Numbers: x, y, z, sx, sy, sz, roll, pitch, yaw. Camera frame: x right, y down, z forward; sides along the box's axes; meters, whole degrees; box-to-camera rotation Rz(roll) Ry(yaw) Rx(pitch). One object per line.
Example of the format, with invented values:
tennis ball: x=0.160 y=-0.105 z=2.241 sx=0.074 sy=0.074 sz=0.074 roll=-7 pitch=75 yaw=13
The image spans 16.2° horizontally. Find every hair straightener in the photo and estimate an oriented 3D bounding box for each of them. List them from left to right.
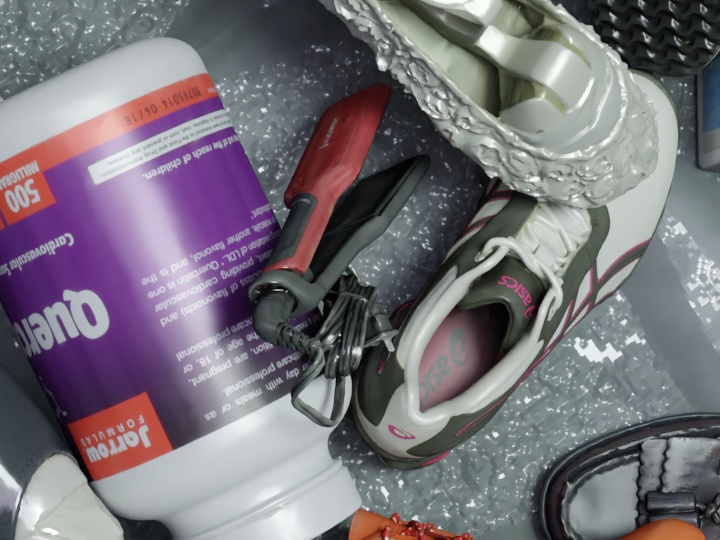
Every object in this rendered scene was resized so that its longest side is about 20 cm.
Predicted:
hair straightener: x=0.000 y=0.000 z=0.973 sx=0.041 sy=0.200 sz=0.077 roll=-25 pitch=111 yaw=19

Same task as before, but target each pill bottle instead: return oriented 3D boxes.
pill bottle: x=-0.076 y=0.018 z=0.987 sx=0.112 sy=0.112 sz=0.200 roll=-26 pitch=91 yaw=-11

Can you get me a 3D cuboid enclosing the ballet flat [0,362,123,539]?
ballet flat: x=-0.118 y=0.127 z=0.968 sx=0.073 sy=0.073 sz=0.200 roll=-7 pitch=111 yaw=-11

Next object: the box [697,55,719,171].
box: x=0.203 y=-0.145 z=1.049 sx=0.101 sy=0.112 sz=0.201 roll=0 pitch=86 yaw=-11

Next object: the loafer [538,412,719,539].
loafer: x=0.177 y=0.096 z=1.055 sx=0.199 sy=0.063 sz=0.072 roll=1 pitch=88 yaw=-11

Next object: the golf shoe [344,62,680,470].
golf shoe: x=0.073 y=-0.001 z=1.030 sx=0.077 sy=0.088 sz=0.200 roll=38 pitch=80 yaw=-5

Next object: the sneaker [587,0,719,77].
sneaker: x=0.133 y=-0.178 z=1.016 sx=0.090 sy=0.070 sz=0.200 roll=-47 pitch=137 yaw=-45

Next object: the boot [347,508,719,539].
boot: x=0.046 y=0.132 z=1.013 sx=0.200 sy=0.075 sz=0.107 roll=-26 pitch=85 yaw=3

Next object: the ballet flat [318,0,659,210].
ballet flat: x=0.044 y=-0.087 z=0.955 sx=0.200 sy=0.072 sz=0.072 roll=36 pitch=81 yaw=-21
